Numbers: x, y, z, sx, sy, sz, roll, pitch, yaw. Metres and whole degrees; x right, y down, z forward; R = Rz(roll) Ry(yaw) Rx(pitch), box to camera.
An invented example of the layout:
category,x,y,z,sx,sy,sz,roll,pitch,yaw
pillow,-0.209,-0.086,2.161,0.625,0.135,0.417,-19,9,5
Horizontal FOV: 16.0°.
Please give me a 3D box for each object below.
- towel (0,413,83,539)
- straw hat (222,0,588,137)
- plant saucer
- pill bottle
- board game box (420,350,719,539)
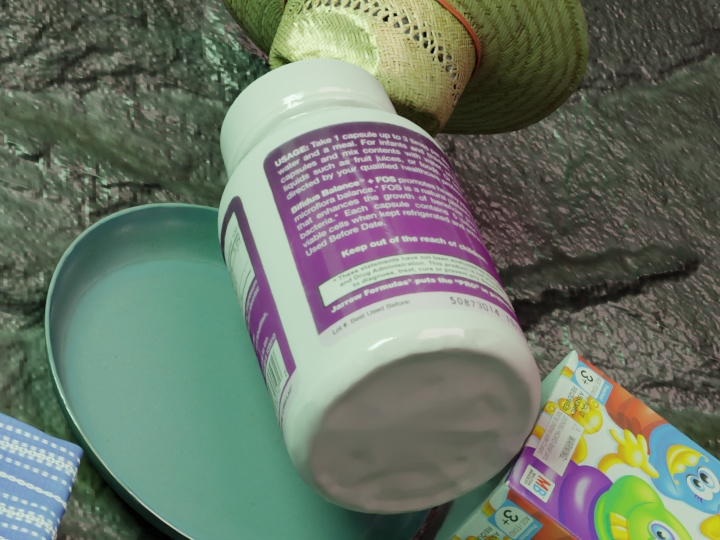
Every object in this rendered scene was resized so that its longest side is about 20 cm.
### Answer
category,x,y,z,sx,sy,sz,roll,pitch,yaw
towel,-0.182,0.084,0.935,0.145,0.024,0.200,26,25,-7
straw hat,0.006,-0.104,1.234,0.201,0.201,0.085,31,54,-12
plant saucer,-0.055,0.056,1.143,0.200,0.027,0.200,22,43,-22
pill bottle,0.000,0.000,1.123,0.112,0.112,0.200,13,38,-30
board game box,0.132,0.152,1.143,0.200,0.105,0.103,37,40,-4
